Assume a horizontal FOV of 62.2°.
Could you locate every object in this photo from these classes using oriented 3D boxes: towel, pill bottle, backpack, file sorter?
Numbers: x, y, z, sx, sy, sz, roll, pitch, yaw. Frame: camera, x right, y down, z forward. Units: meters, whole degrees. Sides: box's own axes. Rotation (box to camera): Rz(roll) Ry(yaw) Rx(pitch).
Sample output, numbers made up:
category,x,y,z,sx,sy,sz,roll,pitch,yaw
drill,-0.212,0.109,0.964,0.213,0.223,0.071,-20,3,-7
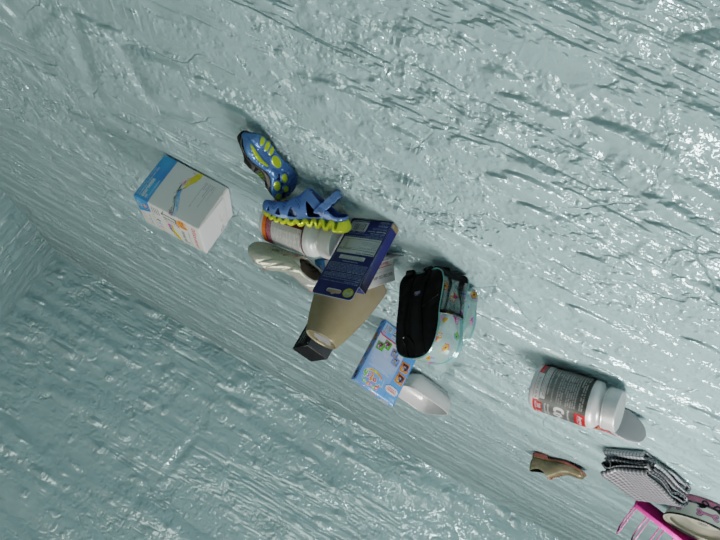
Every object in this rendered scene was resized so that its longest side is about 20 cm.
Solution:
category,x,y,z,sx,sy,sz,roll,pitch,yaw
towel,0.798,0.589,1.685,0.199,0.086,0.165,37,156,-15
pill bottle,-0.130,-0.094,1.389,0.198,0.110,0.110,18,155,26
pill bottle,0.511,0.303,1.411,0.198,0.115,0.114,13,152,36
backpack,0.164,0.110,1.332,0.152,0.202,0.175,24,161,-29
file sorter,0.917,0.827,1.851,0.199,0.126,0.139,36,-169,28

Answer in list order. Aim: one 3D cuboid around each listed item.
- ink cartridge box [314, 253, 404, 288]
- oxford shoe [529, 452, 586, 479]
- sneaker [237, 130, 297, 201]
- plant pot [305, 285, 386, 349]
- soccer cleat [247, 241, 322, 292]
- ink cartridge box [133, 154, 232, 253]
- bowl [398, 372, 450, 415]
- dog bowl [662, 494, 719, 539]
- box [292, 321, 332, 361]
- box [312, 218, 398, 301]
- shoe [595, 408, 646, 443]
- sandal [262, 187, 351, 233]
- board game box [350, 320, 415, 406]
category,x,y,z,sx,sy,sz,roll,pitch,yaw
ink cartridge box,0.000,0.000,1.401,0.199,0.114,0.069,5,106,46
oxford shoe,0.678,0.693,2.056,0.199,0.075,0.071,3,144,48
sneaker,-0.199,-0.226,1.279,0.083,0.071,0.200,41,170,38
plant pot,-0.056,0.098,1.576,0.186,0.201,0.188,25,156,12
soccer cleat,-0.168,-0.020,1.390,0.198,0.070,0.078,28,146,-3
ink cartridge box,-0.463,-0.173,1.588,0.198,0.146,0.148,27,156,6
bowl,0.209,0.423,2.079,0.199,0.075,0.200,37,156,-14
dog bowl,0.996,0.725,1.736,0.198,0.074,0.201,26,157,12
box,-0.102,0.161,1.757,0.078,0.201,0.141,35,158,-12
box,-0.012,-0.020,1.278,0.120,0.201,0.032,10,151,40
shoe,0.607,0.371,1.498,0.199,0.072,0.091,28,159,20
sandal,-0.113,-0.137,1.283,0.197,0.088,0.080,7,-163,3
board game box,0.080,0.275,1.770,0.151,0.201,0.036,37,156,-17
